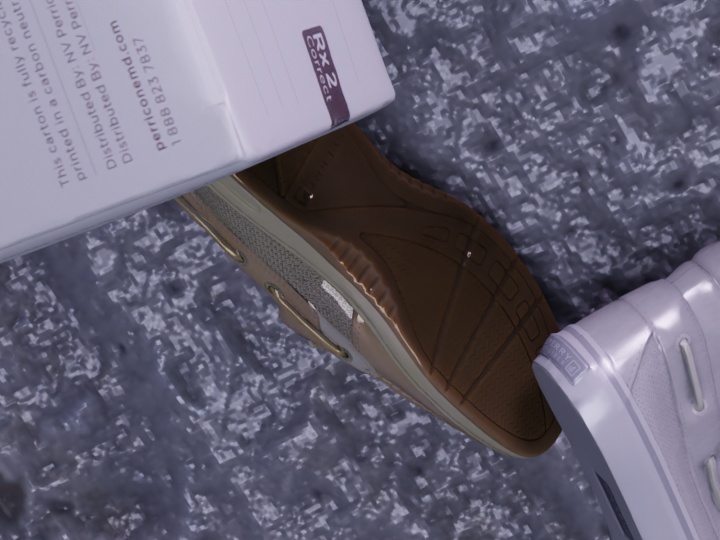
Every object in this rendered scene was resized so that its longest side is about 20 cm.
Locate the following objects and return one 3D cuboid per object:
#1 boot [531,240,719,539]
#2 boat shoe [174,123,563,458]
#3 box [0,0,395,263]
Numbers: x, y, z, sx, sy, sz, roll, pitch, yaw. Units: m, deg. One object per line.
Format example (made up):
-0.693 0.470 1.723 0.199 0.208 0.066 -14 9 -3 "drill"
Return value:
0.145 0.082 0.939 0.095 0.074 0.200 -32 127 -7 "boot"
0.000 0.000 0.923 0.200 0.072 0.065 42 147 -18 "boat shoe"
-0.126 -0.107 0.805 0.200 0.131 0.199 -19 95 24 "box"
